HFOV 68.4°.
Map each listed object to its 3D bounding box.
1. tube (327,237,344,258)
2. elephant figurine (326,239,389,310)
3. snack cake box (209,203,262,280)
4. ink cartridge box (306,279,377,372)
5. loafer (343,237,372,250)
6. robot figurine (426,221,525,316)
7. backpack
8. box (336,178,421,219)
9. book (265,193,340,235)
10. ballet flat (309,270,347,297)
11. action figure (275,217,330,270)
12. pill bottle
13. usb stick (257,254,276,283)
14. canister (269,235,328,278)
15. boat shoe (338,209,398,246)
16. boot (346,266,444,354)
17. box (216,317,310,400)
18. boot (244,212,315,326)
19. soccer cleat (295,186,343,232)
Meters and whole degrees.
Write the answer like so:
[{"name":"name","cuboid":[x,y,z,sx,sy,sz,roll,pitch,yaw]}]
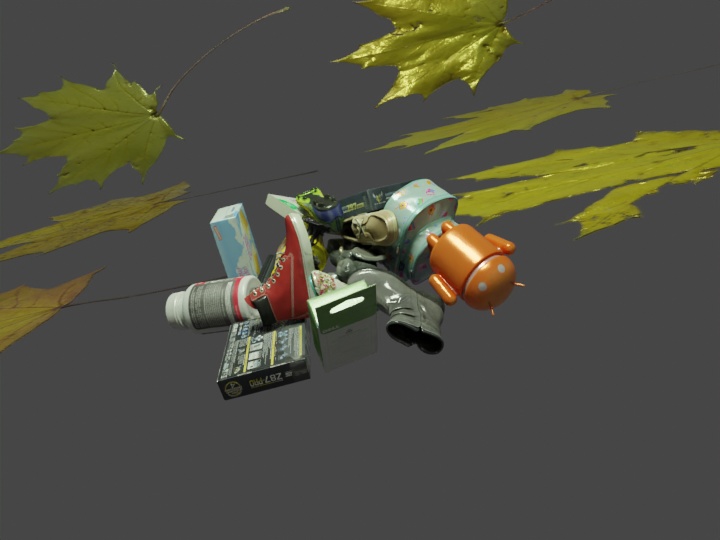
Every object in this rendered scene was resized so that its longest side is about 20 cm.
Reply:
[{"name":"tube","cuboid":[0.014,-0.060,1.348,0.196,0.052,0.059,-4,64,16]},{"name":"elephant figurine","cuboid":[0.000,0.000,1.105,0.141,0.155,0.201,-37,15,29]},{"name":"snack cake box","cuboid":[-0.297,-0.048,1.299,0.066,0.203,0.115,-13,23,0]},{"name":"ink cartridge box","cuboid":[-0.029,0.080,0.871,0.102,0.202,0.060,-19,53,-12]},{"name":"loafer","cuboid":[-0.009,-0.038,1.267,0.072,0.072,0.202,24,39,-20]},{"name":"robot figurine","cuboid":[0.209,-0.008,0.989,0.142,0.118,0.200,-11,45,-36]},{"name":"backpack","cuboid":[0.130,-0.084,1.137,0.174,0.203,0.153,-25,44,-25]},{"name":"box","cuboid":[0.034,-0.162,1.244,0.198,0.052,0.156,-19,4,-43]},{"name":"book","cuboid":[-0.121,-0.138,1.311,0.133,0.049,0.198,34,20,33]},{"name":"ballet flat","cuboid":[-0.041,0.057,0.947,0.063,0.201,0.077,-17,56,-1]},{"name":"action figure","cuboid":[-0.129,-0.009,1.109,0.100,0.204,0.119,12,9,-22]},{"name":"pill bottle","cuboid":[-0.313,0.078,1.146,0.196,0.113,0.111,-8,24,14]},{"name":"usb stick","cuboid":[-0.228,0.020,1.293,0.032,0.056,0.201,-12,24,6]},{"name":"canister","cuboid":[-0.148,-0.034,1.277,0.149,0.086,0.201,-50,18,13]},{"name":"boat shoe","cuboid":[0.013,-0.085,1.093,0.064,0.074,0.199,-10,9,-25]},{"name":"boot","cuboid":[0.058,0.067,0.932,0.196,0.071,0.132,17,28,5]},{"name":"box","cuboid":[-0.174,0.147,0.995,0.158,0.050,0.201,-16,24,0]},{"name":"boot","cuboid":[-0.158,-0.001,1.005,0.141,0.204,0.072,-10,5,-8]},{"name":"soccer cleat","cuboid":[-0.093,-0.134,1.186,0.064,0.085,0.200,-26,26,-16]}]
